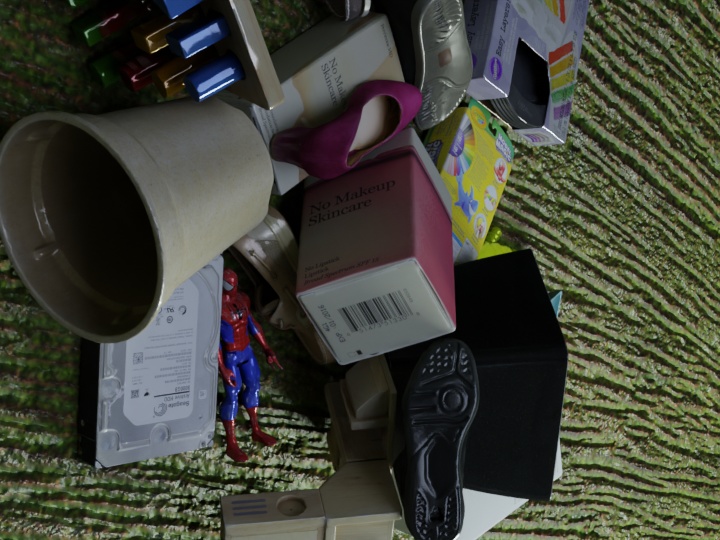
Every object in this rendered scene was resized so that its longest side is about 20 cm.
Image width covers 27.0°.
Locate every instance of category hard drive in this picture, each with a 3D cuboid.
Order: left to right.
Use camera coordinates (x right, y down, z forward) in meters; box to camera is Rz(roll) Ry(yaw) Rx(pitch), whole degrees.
[{"bbox_3d":[-0.196,0.077,1.413,0.139,0.038,0.201,-5,105,-42],"label":"hard drive"}]

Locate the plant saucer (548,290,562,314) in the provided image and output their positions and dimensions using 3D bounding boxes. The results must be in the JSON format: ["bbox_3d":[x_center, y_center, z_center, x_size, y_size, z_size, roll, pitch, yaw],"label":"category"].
[{"bbox_3d":[0.184,0.092,1.804,0.200,0.019,0.070,-38,143,-46],"label":"plant saucer"}]

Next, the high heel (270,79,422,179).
[{"bbox_3d":[0.014,-0.136,1.437,0.200,0.096,0.068,-20,116,-43],"label":"high heel"}]

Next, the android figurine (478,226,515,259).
[{"bbox_3d":[0.126,0.044,1.756,0.182,0.041,0.200,45,68,-43],"label":"android figurine"}]

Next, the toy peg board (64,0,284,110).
[{"bbox_3d":[-0.179,-0.226,1.253,0.098,0.199,0.201,-33,124,-19],"label":"toy peg board"}]

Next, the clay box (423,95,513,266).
[{"bbox_3d":[0.105,-0.090,1.674,0.115,0.047,0.201,49,52,-41],"label":"clay box"}]

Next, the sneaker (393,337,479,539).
[{"bbox_3d":[0.071,0.162,1.488,0.076,0.114,0.200,1,95,-8],"label":"sneaker"}]

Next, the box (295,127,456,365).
[{"bbox_3d":[0.017,-0.026,1.488,0.200,0.127,0.109,-89,155,-47],"label":"box"}]

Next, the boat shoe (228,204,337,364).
[{"bbox_3d":[-0.079,0.025,1.514,0.064,0.071,0.200,-41,122,-22],"label":"boat shoe"}]

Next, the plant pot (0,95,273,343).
[{"bbox_3d":[-0.181,-0.064,1.292,0.183,0.200,0.201,-30,121,-47],"label":"plant pot"}]

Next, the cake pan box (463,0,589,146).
[{"bbox_3d":[0.183,-0.260,1.705,0.184,0.052,0.201,31,66,-45],"label":"cake pan box"}]

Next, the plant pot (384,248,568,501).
[{"bbox_3d":[0.106,0.111,1.594,0.177,0.200,0.201,-1,123,-7],"label":"plant pot"}]

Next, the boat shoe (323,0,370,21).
[{"bbox_3d":[-0.049,-0.327,1.448,0.059,0.072,0.201,-37,122,-28],"label":"boat shoe"}]

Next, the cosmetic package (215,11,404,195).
[{"bbox_3d":[-0.049,-0.169,1.487,0.200,0.071,0.106,-40,127,-33],"label":"cosmetic package"}]

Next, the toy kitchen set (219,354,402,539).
[{"bbox_3d":[-0.058,0.178,1.514,0.180,0.200,0.164,-3,125,-10],"label":"toy kitchen set"}]

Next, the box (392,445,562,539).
[{"bbox_3d":[0.124,0.224,1.740,0.200,0.124,0.098,-28,119,-40],"label":"box"}]

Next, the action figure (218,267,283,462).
[{"bbox_3d":[-0.120,0.091,1.500,0.065,0.052,0.201,-25,116,-35],"label":"action figure"}]

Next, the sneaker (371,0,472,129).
[{"bbox_3d":[0.057,-0.242,1.550,0.075,0.106,0.200,-29,147,-19],"label":"sneaker"}]
